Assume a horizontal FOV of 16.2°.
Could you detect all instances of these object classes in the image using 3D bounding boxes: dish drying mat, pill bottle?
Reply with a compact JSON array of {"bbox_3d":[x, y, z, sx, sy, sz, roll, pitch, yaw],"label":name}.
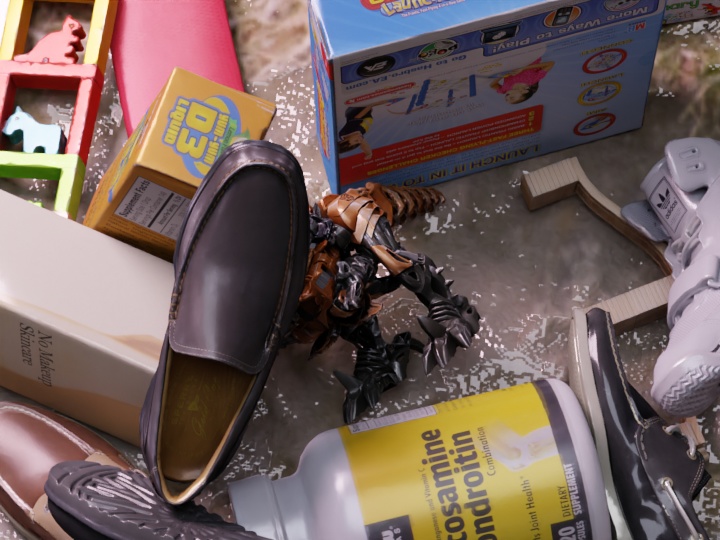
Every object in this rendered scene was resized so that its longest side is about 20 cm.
[{"bbox_3d":[-0.118,-0.146,1.567,0.076,0.018,0.201,-12,70,-2],"label":"dish drying mat"},{"bbox_3d":[0.032,0.134,1.400,0.198,0.112,0.113,-13,68,-5],"label":"pill bottle"}]

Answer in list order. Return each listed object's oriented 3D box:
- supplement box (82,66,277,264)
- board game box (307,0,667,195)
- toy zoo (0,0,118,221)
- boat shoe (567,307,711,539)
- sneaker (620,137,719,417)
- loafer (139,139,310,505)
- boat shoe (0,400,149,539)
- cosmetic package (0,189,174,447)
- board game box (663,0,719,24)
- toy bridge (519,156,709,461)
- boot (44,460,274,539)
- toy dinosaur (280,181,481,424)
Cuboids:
[{"bbox_3d":[-0.108,-0.046,1.424,0.068,0.200,0.067,24,68,-11],"label":"supplement box"},{"bbox_3d":[0.071,-0.124,1.459,0.198,0.196,0.056,-15,68,-6],"label":"board game box"},{"bbox_3d":[-0.222,-0.118,1.547,0.130,0.020,0.202,4,68,11],"label":"toy zoo"},{"bbox_3d":[0.161,0.115,1.418,0.067,0.072,0.202,-15,78,-4],"label":"boat shoe"},{"bbox_3d":[0.192,-0.002,1.443,0.115,0.075,0.200,40,46,8],"label":"sneaker"},{"bbox_3d":[-0.069,0.031,1.320,0.072,0.201,0.072,11,23,-5],"label":"loafer"},{"bbox_3d":[-0.142,0.138,1.423,0.199,0.072,0.076,36,73,14],"label":"boat shoe"},{"bbox_3d":[-0.173,0.026,1.448,0.199,0.105,0.071,22,60,11],"label":"cosmetic package"},{"bbox_3d":[0.184,-0.252,1.596,0.125,0.035,0.202,-10,68,-3],"label":"board game box"},{"bbox_3d":[0.162,0.023,1.489,0.067,0.027,0.201,-20,70,-8],"label":"toy bridge"},{"bbox_3d":[-0.123,0.223,1.355,0.164,0.066,0.201,24,107,20],"label":"boot"},{"bbox_3d":[0.000,0.000,1.441,0.200,0.102,0.136,-40,95,-29],"label":"toy dinosaur"}]
